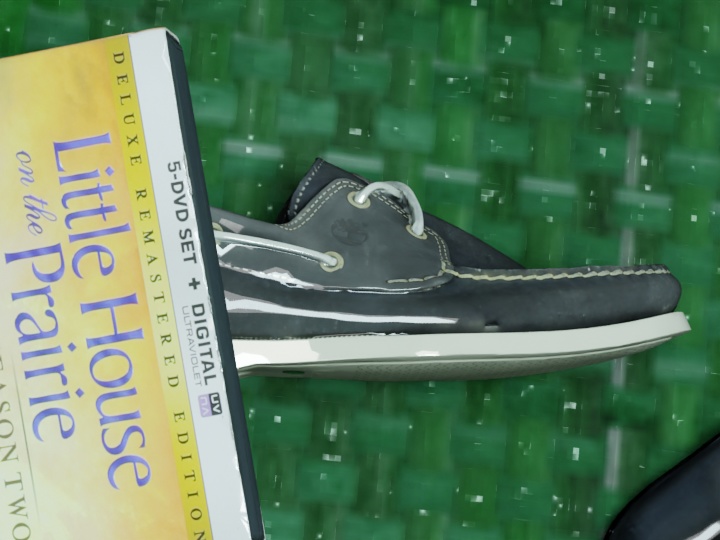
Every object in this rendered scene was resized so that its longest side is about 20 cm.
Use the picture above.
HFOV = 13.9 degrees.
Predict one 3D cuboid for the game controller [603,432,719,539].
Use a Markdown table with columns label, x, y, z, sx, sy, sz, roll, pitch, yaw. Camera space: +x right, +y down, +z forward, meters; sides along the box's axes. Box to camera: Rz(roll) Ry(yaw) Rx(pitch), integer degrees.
| label | x | y | z | sx | sy | sz | roll | pitch | yaw |
| --- | --- | --- | --- | --- | --- | --- | --- | --- | --- |
| game controller | 0.160 | 0.136 | 0.901 | 0.104 | 0.042 | 0.200 | -35 | 91 | -1 |

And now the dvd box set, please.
| label | x | y | z | sx | sy | sz | roll | pitch | yaw |
| --- | --- | --- | --- | --- | --- | --- | --- | --- | --- |
| dvd box set | -0.135 | 0.023 | 0.807 | 0.200 | 0.029 | 0.146 | -10 | 85 | 6 |

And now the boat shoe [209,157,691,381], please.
| label | x | y | z | sx | sy | sz | roll | pitch | yaw |
| --- | --- | --- | --- | --- | --- | --- | --- | --- | --- |
| boat shoe | 0.000 | 0.000 | 0.857 | 0.200 | 0.072 | 0.068 | 2 | 83 | -11 |
